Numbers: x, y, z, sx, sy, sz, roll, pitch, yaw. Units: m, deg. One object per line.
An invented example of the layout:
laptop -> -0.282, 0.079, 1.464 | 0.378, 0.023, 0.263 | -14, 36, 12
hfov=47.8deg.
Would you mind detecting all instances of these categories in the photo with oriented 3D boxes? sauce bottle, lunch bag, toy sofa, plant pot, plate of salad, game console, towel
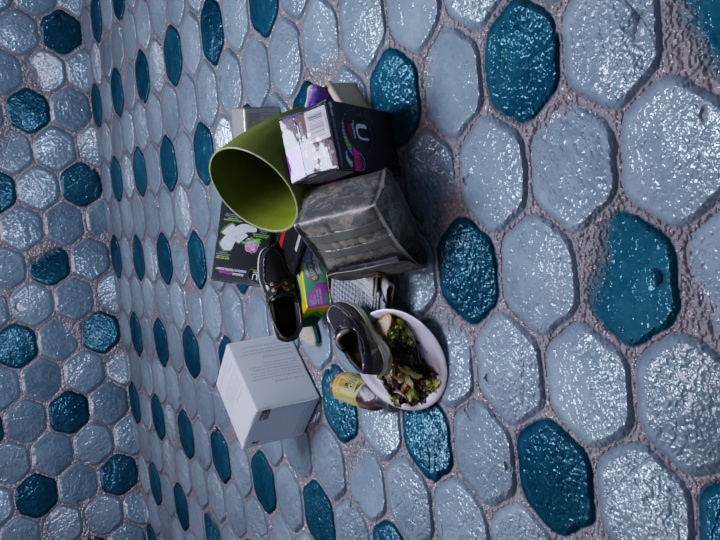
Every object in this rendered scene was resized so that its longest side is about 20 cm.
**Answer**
sauce bottle -> 0.014, 0.244, 1.619 | 0.200, 0.066, 0.066 | 2, 100, 55
lunch bag -> 0.008, -0.056, 1.397 | 0.164, 0.118, 0.200 | -10, 133, 27
toy sofa -> -0.067, -0.266, 1.587 | 0.083, 0.097, 0.200 | 61, 143, 32
plant pot -> -0.142, -0.205, 1.486 | 0.187, 0.200, 0.187 | 22, 142, 18
plate of salad -> 0.064, 0.166, 1.468 | 0.200, 0.048, 0.200 | 14, 116, 30
game console -> -0.134, -0.114, 1.627 | 0.200, 0.031, 0.177 | 111, 143, -50
towel -> -0.007, 0.066, 1.567 | 0.200, 0.034, 0.193 | 40, 131, 48

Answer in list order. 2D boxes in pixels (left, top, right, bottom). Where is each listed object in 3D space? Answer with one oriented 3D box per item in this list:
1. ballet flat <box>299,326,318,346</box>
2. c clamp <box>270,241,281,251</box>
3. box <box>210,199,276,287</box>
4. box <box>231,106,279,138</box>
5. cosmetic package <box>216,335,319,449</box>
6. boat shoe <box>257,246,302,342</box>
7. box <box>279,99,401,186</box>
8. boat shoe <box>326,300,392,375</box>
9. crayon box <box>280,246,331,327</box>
ballet flat -> -0.156, 0.091, 1.867 | 0.067, 0.062, 0.200 | 117, 135, -57
c clamp -> -0.183, 0.029, 1.775 | 0.200, 0.027, 0.171 | -84, -17, -70
box -> -0.257, -0.067, 1.845 | 0.149, 0.124, 0.200 | 149, 130, -89
box -> -0.239, -0.277, 1.884 | 0.078, 0.095, 0.200 | 19, 112, 57
cosmetic package -> -0.224, 0.285, 1.933 | 0.200, 0.165, 0.165 | 60, 144, 33
boat shoe -> -0.161, 0.047, 1.665 | 0.063, 0.074, 0.202 | 162, 96, -73
box -> -0.031, -0.215, 1.418 | 0.106, 0.200, 0.122 | -13, 86, 34
boat shoe -> -0.015, 0.118, 1.457 | 0.200, 0.065, 0.072 | 50, 128, 44
crayon box -> -0.118, 0.005, 1.732 | 0.173, 0.058, 0.200 | 130, 132, -67
